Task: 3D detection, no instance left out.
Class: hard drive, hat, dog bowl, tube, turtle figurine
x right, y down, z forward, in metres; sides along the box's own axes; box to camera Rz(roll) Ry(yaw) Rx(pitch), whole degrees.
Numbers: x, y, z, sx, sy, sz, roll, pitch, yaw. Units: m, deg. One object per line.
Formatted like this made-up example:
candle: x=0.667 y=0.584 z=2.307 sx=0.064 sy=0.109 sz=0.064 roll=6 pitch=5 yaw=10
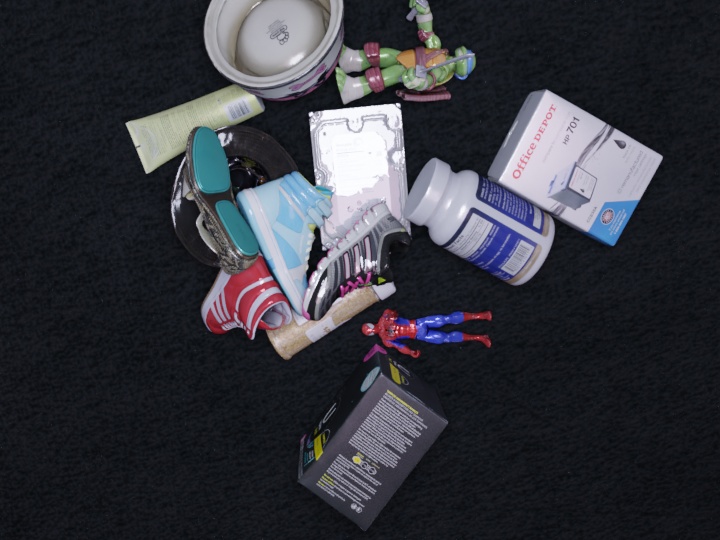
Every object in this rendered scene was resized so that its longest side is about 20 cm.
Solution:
hard drive: x=0.000 y=-0.137 z=1.164 sx=0.137 sy=0.038 sz=0.204 roll=-5 pitch=99 yaw=-2
hat: x=-0.185 y=-0.108 z=1.135 sx=0.197 sy=0.081 sz=0.205 roll=-6 pitch=107 yaw=-22
dog bowl: x=-0.109 y=-0.322 z=1.073 sx=0.196 sy=0.074 sz=0.204 roll=-4 pitch=73 yaw=13
tube: x=-0.236 y=-0.215 z=1.140 sx=0.197 sy=0.059 sz=0.052 roll=-23 pitch=145 yaw=5
turtle figurine: x=0.057 y=-0.308 z=1.074 sx=0.190 sy=0.200 sz=0.147 roll=-9 pitch=85 yaw=8

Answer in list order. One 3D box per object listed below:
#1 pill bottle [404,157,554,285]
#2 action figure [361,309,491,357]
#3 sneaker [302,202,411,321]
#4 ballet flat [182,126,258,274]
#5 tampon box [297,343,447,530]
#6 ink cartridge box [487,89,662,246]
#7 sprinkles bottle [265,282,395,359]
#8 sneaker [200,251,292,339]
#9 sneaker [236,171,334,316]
pill bottle: x=0.167 y=-0.072 z=1.133 sx=0.198 sy=0.116 sz=0.117 roll=28 pitch=98 yaw=-12
action figure: x=0.100 y=0.092 z=1.181 sx=0.196 sy=0.099 sz=0.067 roll=0 pitch=99 yaw=1
sneaker: x=0.000 y=0.000 z=1.100 sx=0.087 sy=0.074 sz=0.201 roll=36 pitch=71 yaw=13
ballet flat: x=-0.196 y=-0.086 z=1.042 sx=0.075 sy=0.067 sz=0.203 roll=-32 pitch=75 yaw=38
tampon box: x=0.014 y=0.240 z=1.174 sx=0.125 sy=0.150 sz=0.201 roll=36 pitch=97 yaw=-8
ink cartridge box: x=0.306 y=-0.149 z=1.149 sx=0.197 sy=0.086 sz=0.148 roll=27 pitch=98 yaw=-8
sprinkles bottle: x=-0.045 y=0.053 z=1.181 sx=0.198 sy=0.068 sz=0.069 roll=-32 pitch=100 yaw=4
sneaker: x=-0.162 y=0.064 z=1.118 sx=0.071 sy=0.201 sz=0.113 roll=-23 pitch=69 yaw=-34
sneaker: x=-0.078 y=-0.044 z=1.110 sx=0.129 sy=0.079 sz=0.203 roll=-29 pitch=116 yaw=-13
